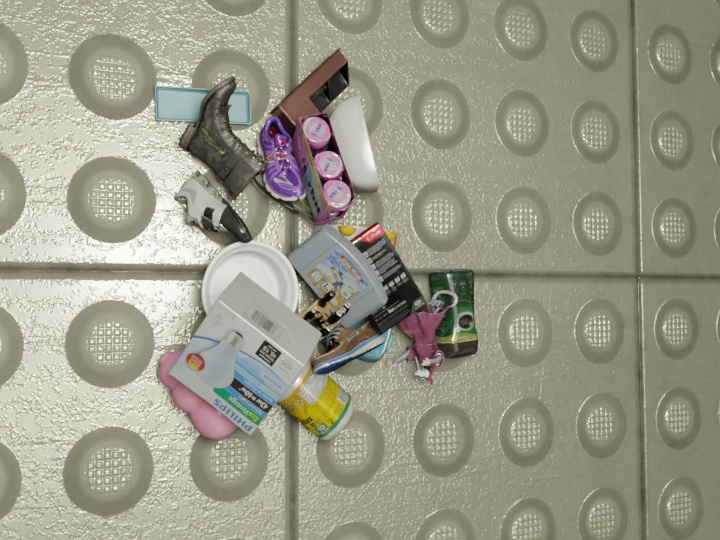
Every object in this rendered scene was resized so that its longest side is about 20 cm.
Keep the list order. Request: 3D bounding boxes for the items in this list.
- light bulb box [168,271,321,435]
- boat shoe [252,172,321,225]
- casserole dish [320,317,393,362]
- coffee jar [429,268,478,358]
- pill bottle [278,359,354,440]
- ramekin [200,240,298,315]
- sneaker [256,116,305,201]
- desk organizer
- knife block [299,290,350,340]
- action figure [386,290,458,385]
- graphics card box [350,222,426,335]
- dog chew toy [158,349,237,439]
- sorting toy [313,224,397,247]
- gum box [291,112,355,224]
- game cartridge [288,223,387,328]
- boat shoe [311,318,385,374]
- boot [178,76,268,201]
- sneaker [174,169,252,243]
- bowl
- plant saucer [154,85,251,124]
[{"bbox_3d":[-0.211,0.153,1.271,0.197,0.125,0.201,37,115,-3],"label":"light bulb box"},{"bbox_3d":[-0.143,-0.168,1.475,0.198,0.065,0.074,30,79,-18],"label":"boat shoe"},{"bbox_3d":[-0.007,0.130,1.534,0.197,0.039,0.123,23,80,-21],"label":"casserole dish"},{"bbox_3d":[0.217,0.100,1.601,0.103,0.085,0.205,-3,88,-33],"label":"coffee jar"},{"bbox_3d":[-0.116,0.252,1.442,0.200,0.112,0.113,44,73,-15],"label":"pill bottle"},{"bbox_3d":[-0.233,0.044,1.411,0.196,0.097,0.205,1,88,-23],"label":"ramekin"},{"bbox_3d":[-0.167,-0.231,1.419,0.079,0.084,0.203,-13,63,-24],"label":"sneaker"},{"bbox_3d":[-0.098,-0.384,1.502,0.077,0.071,0.200,48,72,-16],"label":"desk organizer"},{"bbox_3d":[-0.082,0.097,1.388,0.175,0.200,0.064,-40,91,15],"label":"knife block"},{"bbox_3d":[0.143,0.158,1.550,0.148,0.132,0.204,-30,118,-38],"label":"action figure"},{"bbox_3d":[0.038,0.017,1.445,0.124,0.051,0.202,-34,102,-2],"label":"graphics card box"},{"bbox_3d":[-0.316,0.237,1.361,0.200,0.124,0.125,43,73,-7],"label":"dog chew toy"},{"bbox_3d":[0.000,0.000,1.507,0.196,0.106,0.184,5,88,-22],"label":"sorting toy"},{"bbox_3d":[-0.078,-0.202,1.414,0.065,0.114,0.204,-14,78,-19],"label":"gum box"},{"bbox_3d":[-0.042,0.011,1.392,0.201,0.132,0.042,50,38,-8],"label":"game cartridge"},{"bbox_3d":[-0.036,0.158,1.453,0.198,0.072,0.073,-19,75,-47],"label":"boat shoe"},{"bbox_3d":[-0.256,-0.265,1.392,0.173,0.069,0.201,38,113,-4],"label":"boot"},{"bbox_3d":[-0.296,-0.106,1.379,0.088,0.074,0.200,-42,65,-10],"label":"sneaker"},{"bbox_3d":[-0.018,-0.262,1.472,0.073,0.200,0.204,-12,93,-2],"label":"bowl"},{"bbox_3d":[-0.326,-0.341,1.433,0.196,0.019,0.072,-2,88,-23],"label":"plant saucer"}]
